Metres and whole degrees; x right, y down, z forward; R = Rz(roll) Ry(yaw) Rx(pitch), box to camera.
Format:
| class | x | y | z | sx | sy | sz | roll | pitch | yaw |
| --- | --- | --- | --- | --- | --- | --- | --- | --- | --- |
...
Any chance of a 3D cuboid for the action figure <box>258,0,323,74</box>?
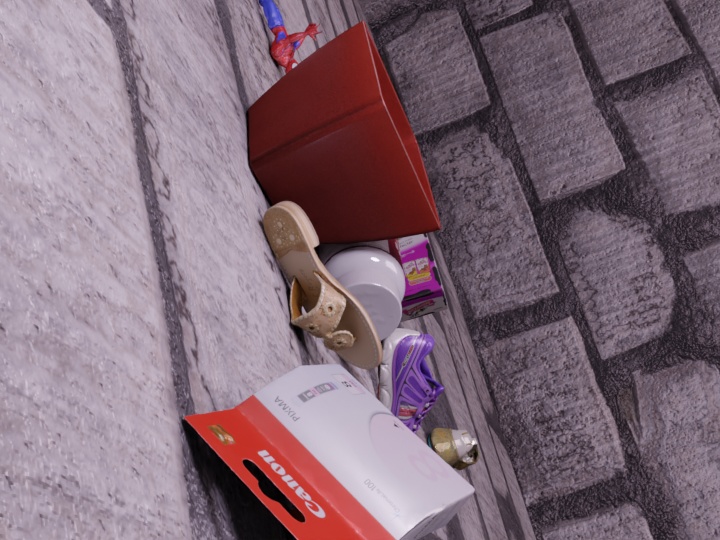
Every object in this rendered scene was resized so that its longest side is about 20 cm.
| class | x | y | z | sx | sy | sz | roll | pitch | yaw |
| --- | --- | --- | --- | --- | --- | --- | --- | --- | --- |
| action figure | -0.109 | -0.396 | 1.565 | 0.065 | 0.099 | 0.200 | 34 | 39 | -72 |

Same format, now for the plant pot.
| class | x | y | z | sx | sy | sz | roll | pitch | yaw |
| --- | --- | --- | --- | --- | --- | --- | --- | --- | --- |
| plant pot | -0.029 | -0.146 | 1.224 | 0.200 | 0.176 | 0.200 | -99 | 164 | -50 |

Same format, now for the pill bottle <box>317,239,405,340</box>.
| class | x | y | z | sx | sy | sz | roll | pitch | yaw |
| --- | --- | --- | --- | --- | --- | --- | --- | --- | --- |
| pill bottle | 0.000 | 0.000 | 1.286 | 0.200 | 0.109 | 0.110 | -96 | 163 | -58 |

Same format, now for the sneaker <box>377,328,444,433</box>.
| class | x | y | z | sx | sy | sz | roll | pitch | yaw |
| --- | --- | --- | --- | --- | --- | --- | --- | --- | --- |
| sneaker | 0.062 | 0.170 | 1.265 | 0.081 | 0.083 | 0.200 | -81 | 173 | -67 |

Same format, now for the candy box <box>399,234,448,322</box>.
| class | x | y | z | sx | sy | sz | roll | pitch | yaw |
| --- | --- | --- | --- | --- | --- | --- | --- | --- | --- |
| candy box | 0.034 | -0.021 | 1.434 | 0.061 | 0.136 | 0.200 | 68 | 7 | -55 |

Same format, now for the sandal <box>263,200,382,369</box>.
| class | x | y | z | sx | sy | sz | roll | pitch | yaw |
| --- | --- | --- | --- | --- | --- | --- | --- | --- | --- |
| sandal | -0.058 | 0.031 | 1.093 | 0.070 | 0.078 | 0.212 | -36 | 100 | -48 |

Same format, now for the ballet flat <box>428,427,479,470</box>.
| class | x | y | z | sx | sy | sz | roll | pitch | yaw |
| --- | --- | --- | --- | --- | --- | --- | --- | --- | --- |
| ballet flat | 0.167 | 0.303 | 1.731 | 0.200 | 0.071 | 0.071 | 47 | 24 | -66 |

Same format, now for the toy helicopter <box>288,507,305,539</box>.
| class | x | y | z | sx | sy | sz | roll | pitch | yaw |
| --- | --- | --- | --- | --- | --- | --- | --- | --- | --- |
| toy helicopter | -0.039 | 0.165 | 0.899 | 0.132 | 0.079 | 0.200 | 60 | -1 | -1 |

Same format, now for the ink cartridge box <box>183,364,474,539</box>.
| class | x | y | z | sx | sy | sz | roll | pitch | yaw |
| --- | --- | --- | --- | --- | --- | --- | --- | --- | --- |
| ink cartridge box | -0.015 | 0.139 | 0.757 | 0.163 | 0.057 | 0.200 | 42 | 10 | 21 |
